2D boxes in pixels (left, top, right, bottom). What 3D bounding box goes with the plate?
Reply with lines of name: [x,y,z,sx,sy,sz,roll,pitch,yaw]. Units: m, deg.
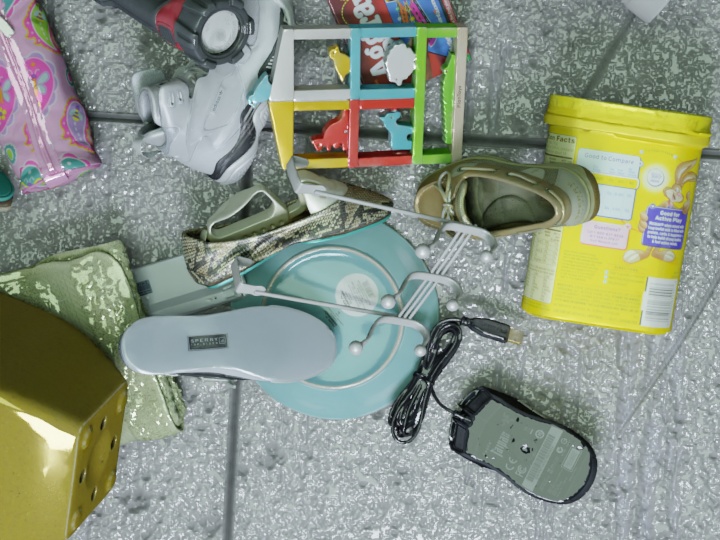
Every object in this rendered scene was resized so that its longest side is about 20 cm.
plate: [-0.026,0.044,1.548,0.200,0.026,0.200,0,95,5]

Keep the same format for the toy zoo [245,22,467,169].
toy zoo: [-0.004,-0.158,1.488,0.200,0.020,0.131,-3,112,-10]

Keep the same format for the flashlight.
flashlight: [-0.174,-0.243,1.460,0.200,0.068,0.068,38,109,43]

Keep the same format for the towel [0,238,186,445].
towel: [-0.260,0.080,1.552,0.148,0.036,0.200,-17,100,11]

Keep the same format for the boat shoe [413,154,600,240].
boat shoe: [0.117,-0.061,1.460,0.200,0.063,0.073,5,108,44]

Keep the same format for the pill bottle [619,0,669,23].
pill bottle: [0.209,-0.319,1.451,0.200,0.114,0.114,40,97,-1]

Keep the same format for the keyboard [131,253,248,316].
keyboard: [-0.207,0.025,1.562,0.200,0.011,0.056,-17,89,9]

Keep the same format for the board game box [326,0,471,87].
board game box: [0.019,-0.257,1.474,0.103,0.019,0.200,-25,117,0]

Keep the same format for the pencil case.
pencil case: [-0.309,-0.173,1.518,0.087,0.087,0.200,-18,95,6]

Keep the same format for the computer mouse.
computer mouse: [0.138,0.125,1.538,0.200,0.046,0.141,21,93,7]

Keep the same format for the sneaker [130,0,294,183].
sneaker: [-0.136,-0.182,1.485,0.115,0.075,0.200,10,102,-35]

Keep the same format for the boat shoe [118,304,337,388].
boat shoe: [-0.124,0.073,1.516,0.199,0.068,0.074,-5,86,-12]

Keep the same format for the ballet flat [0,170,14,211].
ballet flat: [-0.416,-0.098,1.553,0.200,0.067,0.062,31,125,4]

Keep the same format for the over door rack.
over door rack: [0.000,0.000,1.444,0.200,0.067,0.148,19,131,-17]

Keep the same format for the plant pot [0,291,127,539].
plant pot: [-0.323,0.144,1.464,0.200,0.194,0.196,15,111,9]

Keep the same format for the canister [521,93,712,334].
canister: [0.228,-0.051,1.491,0.148,0.087,0.200,9,98,3]

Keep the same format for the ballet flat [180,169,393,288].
ballet flat: [-0.071,-0.048,1.503,0.200,0.068,0.075,-21,115,1]
